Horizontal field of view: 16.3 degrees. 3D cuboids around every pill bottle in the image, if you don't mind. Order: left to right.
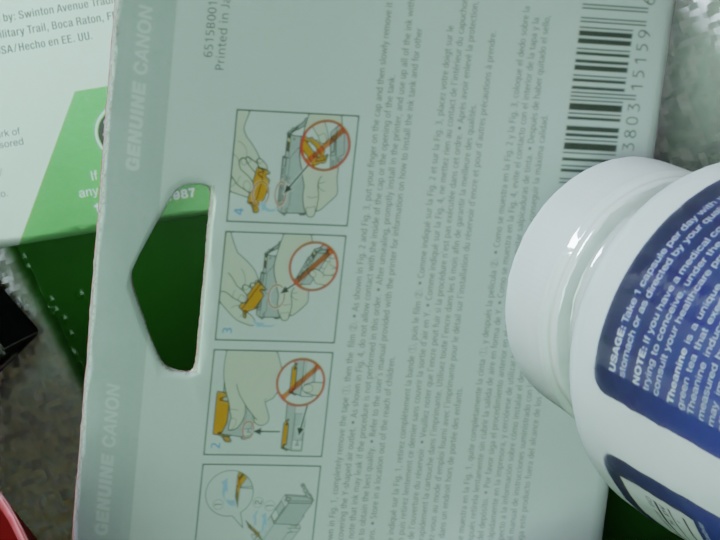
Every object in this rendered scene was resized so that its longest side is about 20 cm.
[{"bbox_3d":[0.128,0.033,0.695,0.200,0.110,0.112,30,117,54],"label":"pill bottle"}]

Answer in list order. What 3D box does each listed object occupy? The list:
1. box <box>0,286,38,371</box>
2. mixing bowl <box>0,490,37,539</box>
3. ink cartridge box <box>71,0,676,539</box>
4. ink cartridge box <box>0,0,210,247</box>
[{"bbox_3d":[-0.230,0.034,0.914,0.200,0.036,0.143,-42,86,21],"label":"box"},{"bbox_3d":[-0.152,0.148,0.772,0.199,0.108,0.202,-8,70,23],"label":"mixing bowl"},{"bbox_3d":[0.000,0.000,0.781,0.172,0.044,0.202,3,106,-13],"label":"ink cartridge box"},{"bbox_3d":[-0.117,-0.114,0.799,0.144,0.088,0.202,-9,102,5],"label":"ink cartridge box"}]
